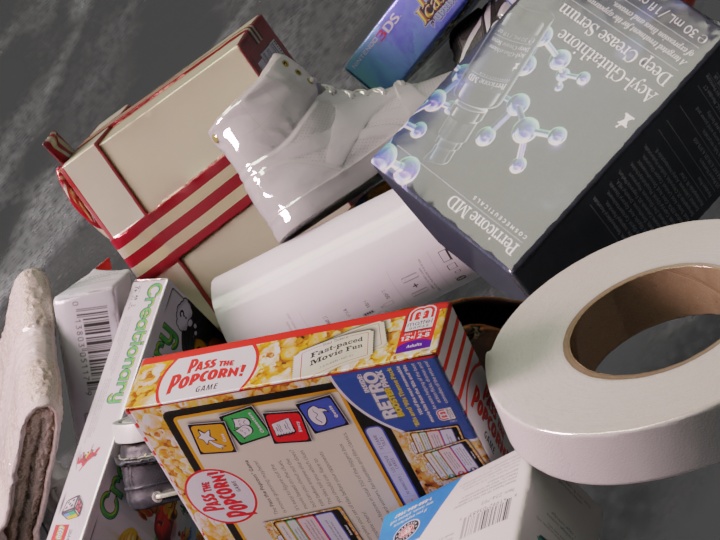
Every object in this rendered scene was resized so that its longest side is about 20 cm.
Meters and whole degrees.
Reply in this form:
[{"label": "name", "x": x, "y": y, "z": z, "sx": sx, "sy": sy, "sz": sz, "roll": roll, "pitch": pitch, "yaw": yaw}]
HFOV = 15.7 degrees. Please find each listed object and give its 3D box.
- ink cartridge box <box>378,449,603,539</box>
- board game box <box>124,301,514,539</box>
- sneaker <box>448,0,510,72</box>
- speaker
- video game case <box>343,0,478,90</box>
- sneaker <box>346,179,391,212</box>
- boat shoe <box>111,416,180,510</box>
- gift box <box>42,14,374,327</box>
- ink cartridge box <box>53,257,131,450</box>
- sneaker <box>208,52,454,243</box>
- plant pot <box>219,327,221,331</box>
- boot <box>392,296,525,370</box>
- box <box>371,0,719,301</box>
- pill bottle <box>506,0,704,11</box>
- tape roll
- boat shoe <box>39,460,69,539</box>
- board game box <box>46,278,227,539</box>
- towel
[{"label": "ink cartridge box", "x": 0.057, "y": 0.200, "z": 1.401, "sx": 0.116, "sy": 0.067, "sz": 0.201, "roll": -29, "pitch": 28, "yaw": 33}, {"label": "board game box", "x": -0.014, "y": 0.103, "z": 1.503, "sx": 0.199, "sy": 0.152, "sz": 0.046, "roll": -11, "pitch": 37, "yaw": 23}, {"label": "sneaker", "x": 0.109, "y": -0.183, "z": 1.934, "sx": 0.090, "sy": 0.066, "sz": 0.201, "roll": -18, "pitch": 38, "yaw": 43}, {"label": "speaker", "x": 0.000, "y": 0.000, "z": 1.758, "sx": 0.199, "sy": 0.081, "sz": 0.081, "roll": -26, "pitch": 28, "yaw": 15}, {"label": "video game case", "x": 0.083, "y": -0.233, "z": 1.967, "sx": 0.200, "sy": 0.045, "sz": 0.181, "roll": -51, "pitch": -2, "yaw": 24}, {"label": "sneaker", "x": 0.072, "y": -0.062, "z": 1.820, "sx": 0.199, "sy": 0.075, "sz": 0.088, "roll": -34, "pitch": 9, "yaw": 22}, {"label": "boat shoe", "x": -0.064, "y": 0.109, "z": 1.684, "sx": 0.199, "sy": 0.061, "sz": 0.076, "roll": -9, "pitch": 6, "yaw": -18}, {"label": "gift box", "x": -0.116, "y": -0.067, "z": 1.917, "sx": 0.186, "sy": 0.185, "sz": 0.200, "roll": -35, "pitch": 4, "yaw": 12}, {"label": "ink cartridge box", "x": -0.163, "y": 0.078, "z": 1.830, "sx": 0.057, "sy": 0.164, "sz": 0.200, "roll": -7, "pitch": 8, "yaw": 11}, {"label": "sneaker", "x": -0.011, "y": -0.116, "z": 1.810, "sx": 0.199, "sy": 0.116, "sz": 0.074, "roll": -33, "pitch": -7, "yaw": -30}, {"label": "plant pot", "x": -0.067, "y": 0.074, "z": 1.864, "sx": 0.200, "sy": 0.027, "sz": 0.201, "roll": -37, "pitch": 26, "yaw": 21}, {"label": "boot", "x": -0.009, "y": 0.075, "z": 1.552, "sx": 0.200, "sy": 0.187, "sz": 0.069, "roll": 136, "pitch": 132, "yaw": -60}, {"label": "box", "x": 0.135, "y": -0.080, "z": 1.614, "sx": 0.200, "sy": 0.107, "sz": 0.148, "roll": -48, "pitch": 49, "yaw": -3}, {"label": "pill bottle", "x": 0.137, "y": -0.228, "z": 1.791, "sx": 0.112, "sy": 0.200, "sz": 0.113, "roll": -36, "pitch": 25, "yaw": 20}, {"label": "tape roll", "x": 0.166, "y": 0.041, "z": 1.430, "sx": 0.201, "sy": 0.037, "sz": 0.203, "roll": -18, "pitch": 29, "yaw": 10}, {"label": "boat shoe", "x": -0.194, "y": 0.182, "z": 1.855, "sx": 0.065, "sy": 0.073, "sz": 0.200, "roll": -46, "pitch": 34, "yaw": 7}, {"label": "board game box", "x": -0.133, "y": 0.123, "z": 1.723, "sx": 0.034, "sy": 0.126, "sz": 0.201, "roll": -5, "pitch": 55, "yaw": 33}, {"label": "towel", "x": -0.233, "y": 0.109, "z": 1.781, "sx": 0.201, "sy": 0.034, "sz": 0.133, "roll": 107, "pitch": 159, "yaw": -43}]
